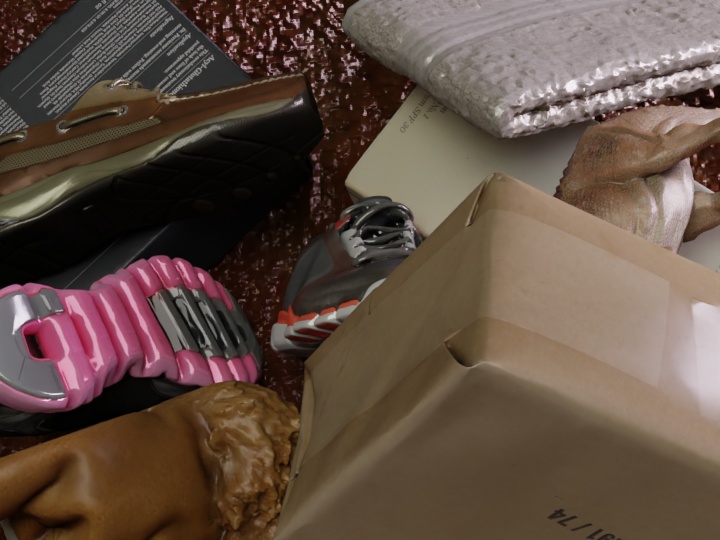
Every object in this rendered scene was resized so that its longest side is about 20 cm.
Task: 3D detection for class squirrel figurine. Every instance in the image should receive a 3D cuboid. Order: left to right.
[{"bbox_3d":[-0.085,0.159,1.134,0.199,0.142,0.188,-19,87,-9],"label":"squirrel figurine"}]

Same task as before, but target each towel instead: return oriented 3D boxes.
[{"bbox_3d":[0.107,-0.121,1.201,0.199,0.035,0.132,-17,36,-32],"label":"towel"}]

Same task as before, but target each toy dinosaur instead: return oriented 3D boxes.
[{"bbox_3d":[0.116,-0.022,1.126,0.135,0.086,0.201,9,60,34],"label":"toy dinosaur"}]

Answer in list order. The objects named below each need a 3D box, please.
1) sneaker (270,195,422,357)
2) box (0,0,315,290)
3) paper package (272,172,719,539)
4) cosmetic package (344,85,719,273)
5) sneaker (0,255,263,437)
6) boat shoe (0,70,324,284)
[{"bbox_3d":[0.000,0.000,1.156,0.077,0.200,0.083,12,82,-17],"label":"sneaker"},{"bbox_3d":[-0.146,-0.045,1.272,0.200,0.079,0.141,-43,65,-7],"label":"box"},{"bbox_3d":[0.091,0.077,1.036,0.199,0.191,0.104,23,50,-18],"label":"paper package"},{"bbox_3d":[0.103,-0.020,1.210,0.199,0.073,0.104,32,78,23],"label":"cosmetic package"},{"bbox_3d":[-0.136,0.049,1.194,0.095,0.199,0.079,-39,66,35],"label":"sneaker"},{"bbox_3d":[-0.120,-0.063,1.194,0.199,0.076,0.074,-20,64,2],"label":"boat shoe"}]
